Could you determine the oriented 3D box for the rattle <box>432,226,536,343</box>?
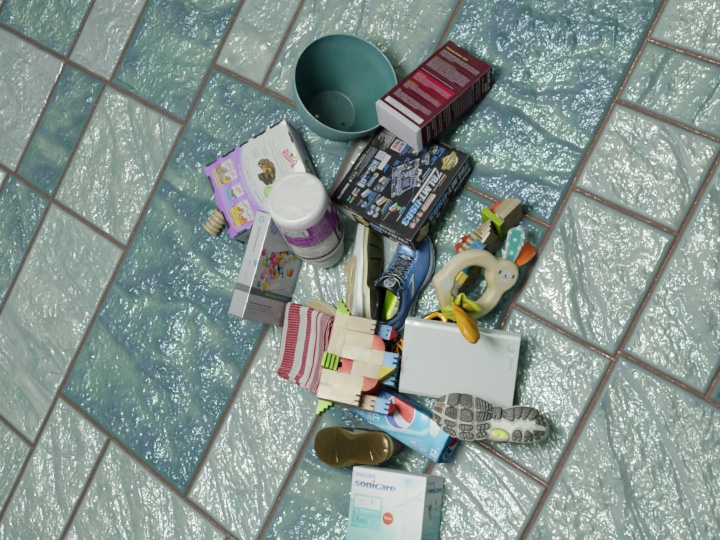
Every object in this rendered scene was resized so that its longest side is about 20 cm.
[{"bbox_3d":[0.229,0.020,1.538,0.198,0.143,0.132,-23,101,-7],"label":"rattle"}]

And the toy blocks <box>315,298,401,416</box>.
[{"bbox_3d":[0.009,0.164,1.610,0.135,0.100,0.203,10,75,11],"label":"toy blocks"}]

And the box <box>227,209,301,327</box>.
[{"bbox_3d":[-0.173,0.000,1.773,0.041,0.156,0.203,13,86,27],"label":"box"}]

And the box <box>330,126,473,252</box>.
[{"bbox_3d":[0.074,-0.161,1.701,0.197,0.050,0.201,28,76,28],"label":"box"}]

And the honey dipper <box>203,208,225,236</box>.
[{"bbox_3d":[-0.256,-0.162,1.917,0.038,0.038,0.201,40,98,28],"label":"honey dipper"}]

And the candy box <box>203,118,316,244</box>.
[{"bbox_3d":[-0.191,-0.175,1.843,0.198,0.071,0.170,-28,73,13],"label":"candy box"}]

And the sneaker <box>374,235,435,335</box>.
[{"bbox_3d":[0.076,0.018,1.675,0.078,0.089,0.203,14,87,28],"label":"sneaker"}]

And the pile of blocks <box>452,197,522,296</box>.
[{"bbox_3d":[0.203,-0.054,1.624,0.062,0.082,0.201,41,101,27],"label":"pile of blocks"}]

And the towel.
[{"bbox_3d":[-0.107,0.141,1.723,0.199,0.022,0.146,13,94,61],"label":"towel"}]

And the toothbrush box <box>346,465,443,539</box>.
[{"bbox_3d":[0.057,0.450,1.609,0.145,0.085,0.203,3,81,28],"label":"toothbrush box"}]

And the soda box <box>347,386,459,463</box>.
[{"bbox_3d":[0.080,0.265,1.639,0.199,0.068,0.065,27,94,29],"label":"soda box"}]

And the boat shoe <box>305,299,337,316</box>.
[{"bbox_3d":[-0.052,0.131,1.719,0.200,0.064,0.073,47,142,29],"label":"boat shoe"}]

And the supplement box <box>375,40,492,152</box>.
[{"bbox_3d":[0.134,-0.318,1.673,0.200,0.061,0.109,-42,61,-16],"label":"supplement box"}]

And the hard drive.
[{"bbox_3d":[0.169,0.159,1.583,0.197,0.026,0.134,8,104,13],"label":"hard drive"}]

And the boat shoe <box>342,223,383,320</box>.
[{"bbox_3d":[0.000,0.000,1.727,0.068,0.075,0.203,-5,74,29],"label":"boat shoe"}]

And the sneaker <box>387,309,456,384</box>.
[{"bbox_3d":[0.100,0.130,1.649,0.200,0.077,0.079,-43,66,16],"label":"sneaker"}]

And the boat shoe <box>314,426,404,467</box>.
[{"bbox_3d":[-0.004,0.323,1.676,0.198,0.064,0.074,-3,78,46],"label":"boat shoe"}]

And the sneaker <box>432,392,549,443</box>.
[{"bbox_3d":[0.218,0.260,1.555,0.197,0.085,0.078,10,74,18],"label":"sneaker"}]

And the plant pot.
[{"bbox_3d":[-0.041,-0.328,1.760,0.197,0.135,0.203,4,74,-13],"label":"plant pot"}]

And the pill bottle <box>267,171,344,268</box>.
[{"bbox_3d":[-0.093,-0.085,1.712,0.111,0.200,0.114,-6,62,11],"label":"pill bottle"}]
